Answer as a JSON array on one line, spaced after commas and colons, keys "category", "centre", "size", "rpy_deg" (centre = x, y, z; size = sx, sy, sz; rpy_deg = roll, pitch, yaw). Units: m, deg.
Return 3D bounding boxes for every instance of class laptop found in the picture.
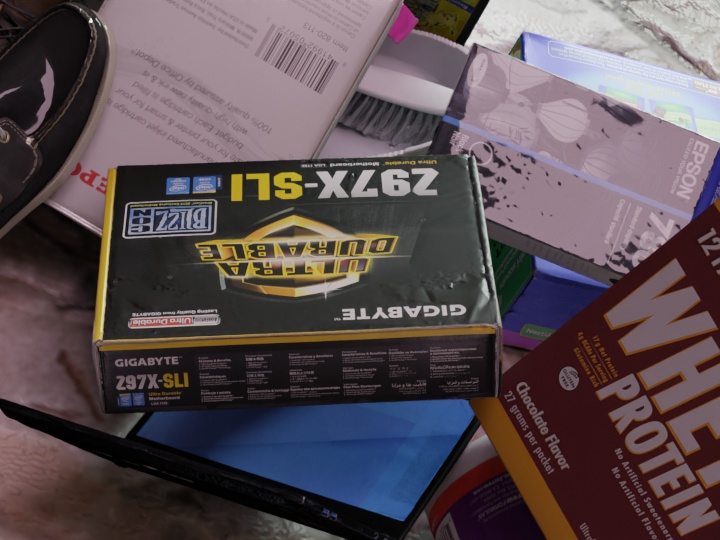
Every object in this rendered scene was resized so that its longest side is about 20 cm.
[{"category": "laptop", "centre": [-0.053, 0.069, 1.180], "size": [0.176, 0.200, 0.104], "rpy_deg": [14, 80, 25]}]

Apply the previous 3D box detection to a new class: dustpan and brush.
[{"category": "dustpan and brush", "centre": [0.052, -0.098, 1.400], "size": [0.198, 0.058, 0.140], "rpy_deg": [15, 46, 12]}]

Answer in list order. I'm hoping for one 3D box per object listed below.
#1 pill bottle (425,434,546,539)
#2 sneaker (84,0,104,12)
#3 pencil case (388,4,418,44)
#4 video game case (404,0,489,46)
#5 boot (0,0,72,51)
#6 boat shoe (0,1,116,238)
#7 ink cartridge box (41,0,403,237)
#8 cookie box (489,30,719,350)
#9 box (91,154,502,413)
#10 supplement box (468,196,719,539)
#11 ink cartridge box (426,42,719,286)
[{"category": "pill bottle", "centre": [0.113, 0.184, 1.209], "size": [0.112, 0.113, 0.201], "rpy_deg": [-3, 55, -27]}, {"category": "sneaker", "centre": [-0.136, -0.202, 1.441], "size": [0.115, 0.074, 0.200], "rpy_deg": [10, 36, -45]}, {"category": "pencil case", "centre": [-0.046, -0.220, 1.395], "size": [0.200, 0.088, 0.089], "rpy_deg": [42, 44, -19]}, {"category": "video game case", "centre": [0.002, -0.231, 1.442], "size": [0.199, 0.181, 0.026], "rpy_deg": [28, 49, -2]}, {"category": "boot", "centre": [-0.180, -0.149, 1.292], "size": [0.074, 0.199, 0.098], "rpy_deg": [25, 48, -38]}, {"category": "boat shoe", "centre": [-0.202, -0.062, 1.217], "size": [0.072, 0.068, 0.200], "rpy_deg": [37, 83, 19]}, {"category": "ink cartridge box", "centre": [-0.087, -0.099, 1.294], "size": [0.146, 0.083, 0.201], "rpy_deg": [30, 86, 0]}, {"category": "cookie box", "centre": [0.167, -0.037, 1.438], "size": [0.170, 0.075, 0.201], "rpy_deg": [13, 49, -14]}, {"category": "box", "centre": [-0.033, 0.004, 1.172], "size": [0.198, 0.050, 0.160], "rpy_deg": [-2, 33, -1]}, {"category": "supplement box", "centre": [0.203, 0.060, 1.158], "size": [0.199, 0.197, 0.133], "rpy_deg": [-4, 59, -53]}, {"category": "ink cartridge box", "centre": [0.137, -0.049, 1.330], "size": [0.199, 0.039, 0.100], "rpy_deg": [22, 77, 2]}]
